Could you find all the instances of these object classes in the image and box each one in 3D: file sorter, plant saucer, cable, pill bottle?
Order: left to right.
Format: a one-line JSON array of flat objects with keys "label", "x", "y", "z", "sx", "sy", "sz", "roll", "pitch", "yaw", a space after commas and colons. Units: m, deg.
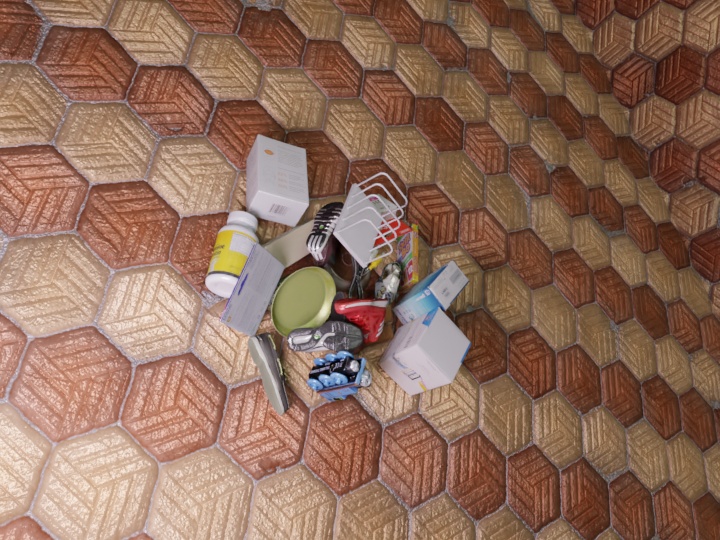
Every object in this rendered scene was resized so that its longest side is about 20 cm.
[{"label": "pill bottle", "x": -0.320, "y": -0.043, "z": 1.501, "sx": 0.109, "sy": 0.112, "sz": 0.206, "roll": 20, "pitch": 60, "yaw": -22}, {"label": "plant saucer", "x": -0.152, "y": 0.080, "z": 1.541, "sx": 0.195, "sy": 0.031, "sz": 0.206, "roll": -19, "pitch": 123, "yaw": -31}, {"label": "plant saucer", "x": -0.043, "y": -0.028, "z": 1.718, "sx": 0.195, "sy": 0.036, "sz": 0.207, "roll": 13, "pitch": 64, "yaw": -28}, {"label": "cable", "x": 0.000, "y": 0.000, "z": 1.678, "sx": 0.096, "sy": 0.050, "sz": 0.204, "roll": 35, "pitch": 56, "yaw": -17}, {"label": "file sorter", "x": 0.035, "y": -0.143, "z": 1.613, "sx": 0.139, "sy": 0.122, "sz": 0.204, "roll": 46, "pitch": 44, "yaw": -28}]

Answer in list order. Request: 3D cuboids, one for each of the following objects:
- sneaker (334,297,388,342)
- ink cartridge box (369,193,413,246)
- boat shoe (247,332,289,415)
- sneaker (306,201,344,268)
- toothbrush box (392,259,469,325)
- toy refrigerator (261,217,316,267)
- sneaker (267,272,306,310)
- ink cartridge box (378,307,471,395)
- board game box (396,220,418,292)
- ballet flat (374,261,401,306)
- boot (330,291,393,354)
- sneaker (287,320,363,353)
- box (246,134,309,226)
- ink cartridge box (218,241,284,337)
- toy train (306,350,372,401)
[{"label": "sneaker", "x": 0.007, "y": 0.133, "z": 1.537, "sx": 0.196, "sy": 0.077, "sz": 0.120, "roll": 1, "pitch": 90, "yaw": -48}, {"label": "ink cartridge box", "x": 0.038, "y": -0.151, "z": 1.760, "sx": 0.196, "sy": 0.045, "sz": 0.172, "roll": -22, "pitch": 45, "yaw": -36}, {"label": "boat shoe", "x": -0.215, "y": 0.253, "z": 1.465, "sx": 0.059, "sy": 0.071, "sz": 0.207, "roll": -17, "pitch": 80, "yaw": -35}, {"label": "sneaker", "x": -0.089, "y": -0.089, "z": 1.628, "sx": 0.118, "sy": 0.073, "sz": 0.203, "roll": 74, "pitch": 32, "yaw": -41}, {"label": "toothbrush box", "x": 0.203, "y": 0.074, "z": 1.726, "sx": 0.086, "sy": 0.199, "sz": 0.146, "roll": 50, "pitch": 52, "yaw": -3}, {"label": "toy refrigerator", "x": -0.190, "y": -0.067, "z": 1.614, "sx": 0.198, "sy": 0.069, "sz": 0.078, "roll": -35, "pitch": 108, "yaw": -38}, {"label": "sneaker", "x": -0.182, "y": 0.036, "z": 1.568, "sx": 0.198, "sy": 0.088, "sz": 0.078, "roll": -31, "pitch": 86, "yaw": -37}, {"label": "ink cartridge box", "x": 0.176, "y": 0.231, "z": 1.641, "sx": 0.145, "sy": 0.199, "sz": 0.148, "roll": 44, "pitch": 53, "yaw": -9}, {"label": "board game box", "x": 0.144, "y": -0.047, "z": 1.804, "sx": 0.029, "sy": 0.095, "sz": 0.206, "roll": 16, "pitch": 62, "yaw": -23}, {"label": "ballet flat", "x": 0.085, "y": 0.029, "z": 1.703, "sx": 0.072, "sy": 0.072, "sz": 0.202, "roll": 40, "pitch": 27, "yaw": -10}, {"label": "boot", "x": 0.016, "y": 0.128, "z": 1.630, "sx": 0.196, "sy": 0.068, "sz": 0.195, "roll": -18, "pitch": 105, "yaw": -35}, {"label": "sneaker", "x": -0.090, "y": 0.175, "z": 1.533, "sx": 0.193, "sy": 0.115, "sz": 0.079, "roll": -2, "pitch": 82, "yaw": -2}, {"label": "box", "x": -0.231, "y": -0.247, "z": 1.629, "sx": 0.148, "sy": 0.107, "sz": 0.206, "roll": 12, "pitch": 53, "yaw": -26}, {"label": "ink cartridge box", "x": -0.267, "y": 0.045, "z": 1.420, "sx": 0.042, "sy": 0.200, "sz": 0.201, "roll": 20, "pitch": 79, "yaw": 19}, {"label": "toy train", "x": -0.051, "y": 0.268, "z": 1.489, "sx": 0.113, "sy": 0.197, "sz": 0.089, "roll": 36, "pitch": 54, "yaw": -25}]
